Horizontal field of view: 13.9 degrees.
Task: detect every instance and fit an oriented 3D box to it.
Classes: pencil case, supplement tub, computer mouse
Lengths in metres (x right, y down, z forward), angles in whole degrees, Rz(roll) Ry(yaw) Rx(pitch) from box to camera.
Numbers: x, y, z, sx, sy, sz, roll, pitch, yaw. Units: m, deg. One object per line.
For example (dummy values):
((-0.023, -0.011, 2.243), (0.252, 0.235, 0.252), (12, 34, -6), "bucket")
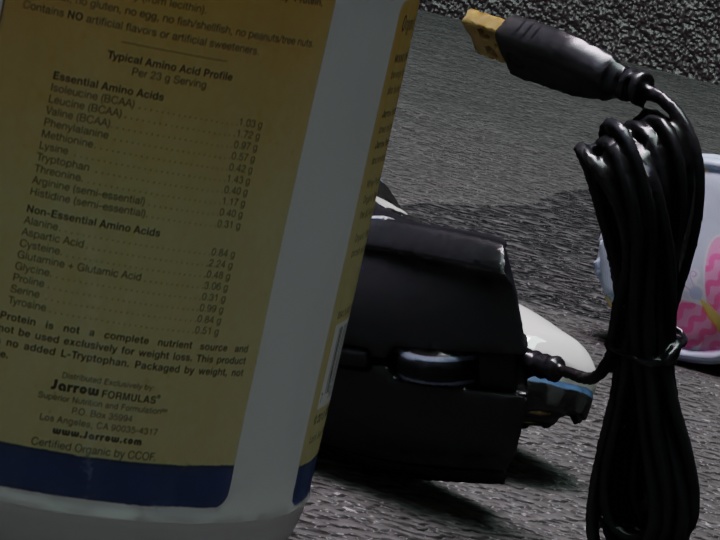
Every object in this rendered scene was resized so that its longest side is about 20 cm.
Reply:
((0.163, -0.011, 1.225), (0.090, 0.084, 0.200), (12, 8, 19), "pencil case")
((-0.064, -0.041, 0.694), (0.144, 0.201, 0.144), (13, 8, -2), "supplement tub")
((0.013, -0.005, 0.811), (0.046, 0.141, 0.200), (-12, 22, -38), "computer mouse")

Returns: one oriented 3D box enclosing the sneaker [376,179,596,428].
((0.000, 0.000, 0.936), (0.072, 0.073, 0.200), (22, 0, -44), "sneaker")
